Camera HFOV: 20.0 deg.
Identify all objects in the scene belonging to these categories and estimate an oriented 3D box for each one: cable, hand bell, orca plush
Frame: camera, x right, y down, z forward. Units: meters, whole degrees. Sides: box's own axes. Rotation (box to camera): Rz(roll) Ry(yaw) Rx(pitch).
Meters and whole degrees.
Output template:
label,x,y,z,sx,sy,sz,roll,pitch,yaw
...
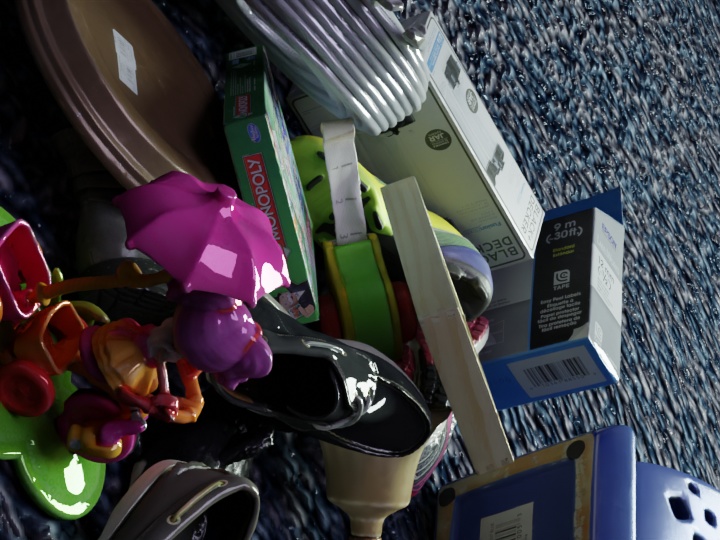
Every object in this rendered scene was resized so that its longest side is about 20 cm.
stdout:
label,x,y,z,sx,sy,sz,roll,pitch,yaw
cable,-0.036,-0.173,1.378,0.200,0.069,0.200,43,-5,19
hand bell,0.004,0.186,1.349,0.104,0.104,0.201,4,89,-63
orca plush,-0.075,0.117,1.240,0.200,0.071,0.106,-26,99,-64

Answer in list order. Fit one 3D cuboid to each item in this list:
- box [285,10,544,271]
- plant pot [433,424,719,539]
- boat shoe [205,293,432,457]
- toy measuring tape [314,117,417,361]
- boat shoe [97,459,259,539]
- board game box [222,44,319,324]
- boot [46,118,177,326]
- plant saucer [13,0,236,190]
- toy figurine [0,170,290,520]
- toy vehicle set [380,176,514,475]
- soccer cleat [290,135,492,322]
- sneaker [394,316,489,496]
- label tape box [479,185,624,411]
label,x,y,z,sx,sy,sz,roll,pitch,yaw
box,0.044,-0.085,1.543,0.200,0.116,0.060,59,30,-29
plant pot,0.157,0.239,1.496,0.180,0.200,0.200,43,39,-35
boat shoe,-0.027,0.074,1.227,0.200,0.072,0.068,32,16,-40
toy measuring tape,0.000,0.000,1.367,0.074,0.073,0.201,-61,150,-56
boat shoe,-0.121,0.183,1.067,0.072,0.060,0.202,55,52,-33
board game box,-0.058,-0.059,1.319,0.200,0.029,0.135,-99,176,-72
boot,-0.113,-0.020,1.260,0.200,0.068,0.131,30,44,-57
plant saucer,-0.135,-0.114,1.241,0.200,0.029,0.200,50,19,-25
toy figurine,-0.118,0.028,1.078,0.200,0.184,0.150,64,28,-21
toy vehicle set,0.056,0.033,1.373,0.200,0.026,0.125,-104,174,-63
soccer cleat,0.015,-0.033,1.495,0.200,0.065,0.084,37,19,-21
sneaker,0.041,0.086,1.498,0.200,0.080,0.075,-58,155,-57
label tape box,0.133,0.010,1.628,0.066,0.143,0.200,50,35,-40
